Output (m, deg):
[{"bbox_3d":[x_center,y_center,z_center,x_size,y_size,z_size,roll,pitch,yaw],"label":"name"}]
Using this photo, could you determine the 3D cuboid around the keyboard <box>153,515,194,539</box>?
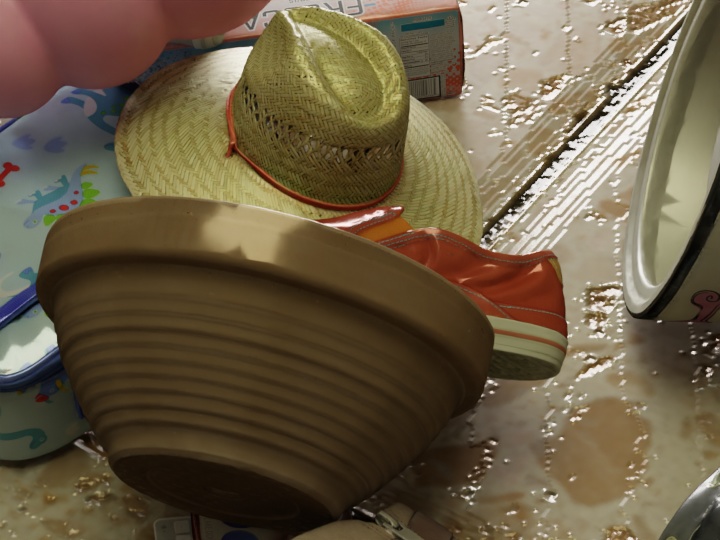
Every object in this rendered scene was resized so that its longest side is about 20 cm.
[{"bbox_3d":[-0.052,0.180,0.937,0.056,0.011,0.201,-9,43,-4],"label":"keyboard"}]

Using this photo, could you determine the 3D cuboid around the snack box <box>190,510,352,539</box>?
[{"bbox_3d":[-0.029,0.168,0.928,0.071,0.024,0.201,1,41,-12],"label":"snack box"}]

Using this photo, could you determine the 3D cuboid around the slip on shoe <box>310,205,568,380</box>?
[{"bbox_3d":[0.000,0.000,0.983,0.198,0.074,0.062,12,72,-7],"label":"slip on shoe"}]

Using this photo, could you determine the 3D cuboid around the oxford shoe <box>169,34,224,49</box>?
[{"bbox_3d":[-0.097,-0.200,1.212,0.057,0.076,0.201,1,47,3],"label":"oxford shoe"}]

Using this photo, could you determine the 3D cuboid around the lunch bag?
[{"bbox_3d":[-0.145,-0.005,1.095,0.199,0.083,0.160,-35,53,-27],"label":"lunch bag"}]

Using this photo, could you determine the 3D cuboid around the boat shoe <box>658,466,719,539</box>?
[{"bbox_3d":[0.189,0.087,0.975,0.067,0.072,0.200,-4,31,38],"label":"boat shoe"}]

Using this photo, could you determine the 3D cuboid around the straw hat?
[{"bbox_3d":[-0.018,-0.078,1.059,0.199,0.085,0.202,9,43,-8],"label":"straw hat"}]

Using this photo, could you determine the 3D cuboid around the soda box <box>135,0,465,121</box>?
[{"bbox_3d":[-0.043,-0.130,1.230,0.198,0.064,0.069,-8,43,-4],"label":"soda box"}]

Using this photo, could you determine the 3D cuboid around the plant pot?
[{"bbox_3d":[-0.048,0.051,0.925,0.199,0.201,0.093,8,68,13],"label":"plant pot"}]

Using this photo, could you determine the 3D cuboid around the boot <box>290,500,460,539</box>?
[{"bbox_3d":[0.011,0.168,0.868,0.146,0.071,0.199,43,29,20],"label":"boot"}]

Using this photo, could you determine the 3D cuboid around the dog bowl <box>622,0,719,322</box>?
[{"bbox_3d":[0.192,-0.064,1.051,0.073,0.201,0.201,16,44,-4],"label":"dog bowl"}]

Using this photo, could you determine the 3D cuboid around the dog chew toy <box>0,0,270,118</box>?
[{"bbox_3d":[-0.129,-0.148,1.071,0.199,0.125,0.125,-35,49,-9],"label":"dog chew toy"}]
